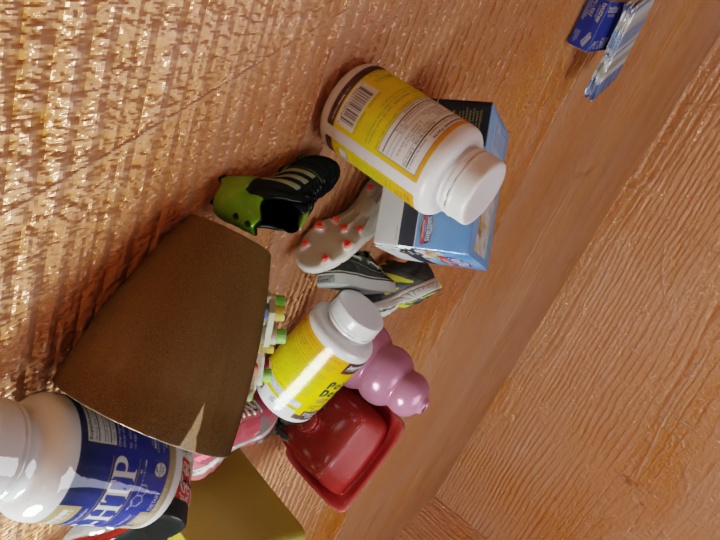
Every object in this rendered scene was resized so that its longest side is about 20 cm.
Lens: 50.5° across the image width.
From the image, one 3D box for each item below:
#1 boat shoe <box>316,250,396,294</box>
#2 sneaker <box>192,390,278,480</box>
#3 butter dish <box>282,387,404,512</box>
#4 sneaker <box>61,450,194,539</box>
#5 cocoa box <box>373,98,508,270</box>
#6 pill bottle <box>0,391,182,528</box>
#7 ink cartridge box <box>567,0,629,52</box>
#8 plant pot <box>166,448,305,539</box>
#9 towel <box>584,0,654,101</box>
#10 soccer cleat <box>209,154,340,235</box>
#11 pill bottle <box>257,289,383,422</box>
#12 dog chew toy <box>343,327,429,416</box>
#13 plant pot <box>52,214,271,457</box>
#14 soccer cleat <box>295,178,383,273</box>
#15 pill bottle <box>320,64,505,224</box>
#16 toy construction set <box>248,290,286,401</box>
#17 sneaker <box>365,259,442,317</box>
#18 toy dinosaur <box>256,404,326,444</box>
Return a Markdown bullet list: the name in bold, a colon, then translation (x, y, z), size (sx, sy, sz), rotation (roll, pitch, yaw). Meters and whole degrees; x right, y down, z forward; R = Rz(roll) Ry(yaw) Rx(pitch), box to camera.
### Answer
- **boat shoe**: translation (0.000, 0.000, 1.138), size (0.200, 0.070, 0.064), rotation (15, 73, -65)
- **sneaker**: translation (-0.183, 0.218, 1.099), size (0.200, 0.074, 0.087), rotation (-36, 152, -38)
- **butter dish**: translation (-0.060, 0.285, 1.356), size (0.200, 0.199, 0.148), rotation (-53, 136, -4)
- **sneaker**: translation (-0.266, 0.264, 0.879), size (0.201, 0.108, 0.067), rotation (-30, 130, 28)
- **cocoa box**: translation (0.113, -0.113, 1.019), size (0.133, 0.130, 0.202), rotation (23, 76, -69)
- **pill bottle**: translation (-0.283, 0.182, 0.735), size (0.200, 0.120, 0.120), rotation (27, 100, -50)
- **ink cartridge box**: translation (0.455, -0.459, 1.413), size (0.200, 0.044, 0.094), rotation (-25, 144, -51)
- **plant pot**: translation (-0.240, 0.407, 1.133), size (0.176, 0.200, 0.201), rotation (7, 119, -53)
- **towel**: translation (0.491, -0.429, 1.440), size (0.147, 0.024, 0.201), rotation (-40, 155, -40)
- **soccer cleat**: translation (-0.077, -0.079, 0.846), size (0.200, 0.081, 0.068), rotation (-25, 146, -51)
- **pill bottle**: translation (-0.057, 0.122, 1.110), size (0.200, 0.109, 0.109), rotation (-48, 162, 25)
- **dog chew toy**: translation (0.033, 0.171, 1.297), size (0.124, 0.200, 0.125), rotation (-42, 157, -23)
- **plant pot**: translation (-0.173, 0.053, 0.762), size (0.201, 0.185, 0.186), rotation (-66, 160, -8)
- **soccer cleat**: translation (-0.011, -0.056, 1.045), size (0.200, 0.069, 0.078), rotation (-46, 161, -26)
- **pill bottle**: translation (0.059, -0.138, 0.853), size (0.109, 0.200, 0.110), rotation (-43, 157, -23)
- **toy construction set**: translation (-0.141, 0.107, 0.944), size (0.131, 0.092, 0.201), rotation (-116, -133, -67)
- **sneaker**: translation (0.036, 0.030, 1.276), size (0.199, 0.085, 0.075), rotation (-17, 165, -25)
- **toy dinosaur**: translation (-0.104, 0.207, 1.244), size (0.102, 0.077, 0.201), rotation (-37, 157, -51)
